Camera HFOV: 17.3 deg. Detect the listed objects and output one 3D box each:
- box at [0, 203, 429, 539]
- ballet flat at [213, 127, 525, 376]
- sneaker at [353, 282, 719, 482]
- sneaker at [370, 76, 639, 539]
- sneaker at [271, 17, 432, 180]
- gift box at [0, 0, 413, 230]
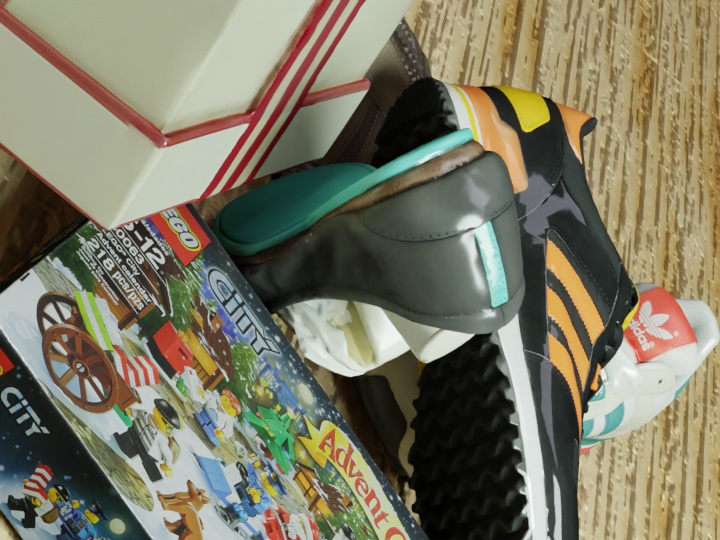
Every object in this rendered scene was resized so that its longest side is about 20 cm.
[{"bbox_3d":[-0.041,0.075,0.722,0.200,0.038,0.137,55,26,-8],"label":"box"},{"bbox_3d":[0.000,0.000,0.767,0.068,0.068,0.200,65,-15,-6],"label":"ballet flat"},{"bbox_3d":[0.074,0.033,0.910,0.200,0.093,0.070,3,59,-60],"label":"sneaker"},{"bbox_3d":[0.065,0.029,0.821,0.090,0.070,0.200,-1,75,-30],"label":"sneaker"},{"bbox_3d":[-0.011,-0.062,0.904,0.200,0.076,0.070,61,14,-56],"label":"sneaker"},{"bbox_3d":[-0.075,-0.133,0.726,0.200,0.187,0.185,39,21,16],"label":"gift box"}]
